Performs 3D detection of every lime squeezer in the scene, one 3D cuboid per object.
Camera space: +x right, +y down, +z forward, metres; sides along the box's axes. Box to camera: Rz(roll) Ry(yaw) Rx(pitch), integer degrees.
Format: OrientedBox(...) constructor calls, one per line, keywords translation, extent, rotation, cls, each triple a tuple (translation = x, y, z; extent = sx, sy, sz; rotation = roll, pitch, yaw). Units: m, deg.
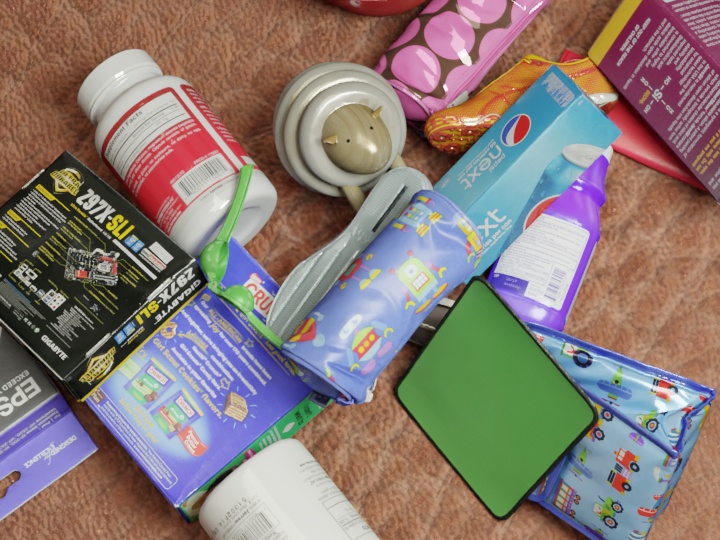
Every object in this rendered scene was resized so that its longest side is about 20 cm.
OrientedBox(translation=(-0.100, 0.008, 1.349), extent=(0.070, 0.038, 0.200), rotation=(-14, 70, -14), cls="lime squeezer")

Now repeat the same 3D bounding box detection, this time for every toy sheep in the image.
OrientedBox(translation=(-0.020, -0.130, 1.429), extent=(0.138, 0.200, 0.138), rotation=(-6, 106, -20), cls="toy sheep")

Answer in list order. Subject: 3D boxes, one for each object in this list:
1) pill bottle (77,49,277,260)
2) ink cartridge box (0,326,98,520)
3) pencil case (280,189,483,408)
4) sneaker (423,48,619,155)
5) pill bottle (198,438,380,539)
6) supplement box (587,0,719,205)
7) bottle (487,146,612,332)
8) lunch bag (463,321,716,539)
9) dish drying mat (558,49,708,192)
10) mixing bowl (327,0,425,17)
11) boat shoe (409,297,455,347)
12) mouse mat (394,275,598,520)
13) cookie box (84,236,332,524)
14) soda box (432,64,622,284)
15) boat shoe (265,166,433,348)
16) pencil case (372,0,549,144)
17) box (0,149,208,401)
OrientedBox(translation=(-0.178, -0.110, 1.453), extent=(0.112, 0.112, 0.200), rotation=(-37, 73, -9), cls="pill bottle")
OrientedBox(translation=(-0.378, 0.142, 1.418), extent=(0.198, 0.043, 0.200), rotation=(-37, 74, -10), cls="ink cartridge box")
OrientedBox(translation=(0.021, 0.027, 1.288), extent=(0.087, 0.078, 0.200), rotation=(42, 77, -6), cls="pencil case")
OrientedBox(translation=(0.146, -0.159, 1.451), extent=(0.200, 0.073, 0.077), rotation=(-16, 73, -22), cls="sneaker")
OrientedBox(translation=(-0.038, 0.254, 1.323), extent=(0.114, 0.114, 0.200), rotation=(-38, 74, -9), cls="pill bottle")
OrientedBox(translation=(0.332, -0.177, 1.419), extent=(0.131, 0.103, 0.200), rotation=(-18, 62, -39), cls="supplement box")
OrientedBox(translation=(0.179, -0.033, 1.431), extent=(0.083, 0.065, 0.200), rotation=(19, 74, 13), cls="bottle")
OrientedBox(translation=(0.182, 0.133, 1.329), extent=(0.200, 0.151, 0.094), rotation=(28, 45, 18), cls="lunch bag")
OrientedBox(translation=(0.272, -0.144, 1.487), extent=(0.200, 0.018, 0.077), rotation=(27, 76, 11), cls="dish drying mat")
OrientedBox(translation=(0.017, -0.326, 1.513), extent=(0.200, 0.108, 0.201), rotation=(-2, 68, 5), cls="mixing bowl")
OrientedBox(translation=(0.110, 0.077, 1.397), extent=(0.200, 0.072, 0.060), rotation=(21, 71, 4), cls="boat shoe")
OrientedBox(translation=(0.112, 0.114, 1.329), extent=(0.008, 0.200, 0.161), rotation=(-27, 70, -37), cls="mouse mat")
OrientedBox(translation=(-0.137, 0.098, 1.400), extent=(0.200, 0.075, 0.171), rotation=(-40, 73, -11), cls="cookie box")
OrientedBox(translation=(0.137, -0.085, 1.395), extent=(0.200, 0.068, 0.064), rotation=(-45, 38, 12), cls="soda box")
OrientedBox(translation=(0.000, 0.000, 1.369), extent=(0.200, 0.067, 0.074), rotation=(-46, 67, -2), cls="boat shoe")
OrientedBox(translation=(0.102, -0.224, 1.489), extent=(0.094, 0.091, 0.200), rotation=(28, 74, 40), cls="pencil case")
OrientedBox(translation=(-0.262, 0.001, 1.396), extent=(0.160, 0.049, 0.200), rotation=(-43, 59, -16), cls="box")
